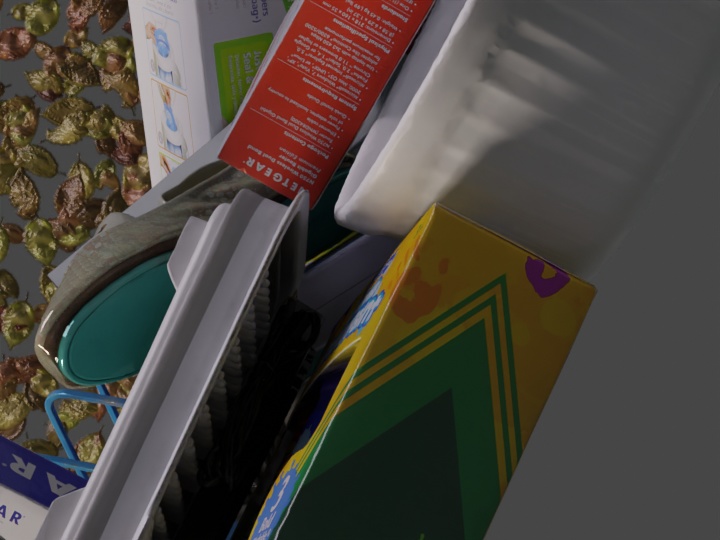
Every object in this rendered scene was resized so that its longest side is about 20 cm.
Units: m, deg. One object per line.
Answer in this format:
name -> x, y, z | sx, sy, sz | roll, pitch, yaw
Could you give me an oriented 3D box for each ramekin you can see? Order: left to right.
ramekin -> 0.078, -0.085, 1.073 | 0.201, 0.098, 0.200 | -61, 4, 8

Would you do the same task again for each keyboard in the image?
keyboard -> -0.053, 0.087, 1.116 | 0.127, 0.021, 0.200 | 109, -175, -46

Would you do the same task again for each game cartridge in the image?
game cartridge -> 0.000, 0.000, 1.274 | 0.200, 0.041, 0.133 | -32, 7, -3

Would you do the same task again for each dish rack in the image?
dish rack -> -0.078, 0.065, 1.105 | 0.172, 0.043, 0.200 | 95, -160, -75

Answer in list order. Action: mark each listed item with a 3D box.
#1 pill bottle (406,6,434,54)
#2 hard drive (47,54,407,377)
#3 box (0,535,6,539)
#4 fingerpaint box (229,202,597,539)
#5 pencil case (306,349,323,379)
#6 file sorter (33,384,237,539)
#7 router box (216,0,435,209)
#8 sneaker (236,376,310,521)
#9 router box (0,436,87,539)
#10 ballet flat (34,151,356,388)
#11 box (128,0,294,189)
pill bottle -> 0.078, -0.169, 1.489 | 0.200, 0.113, 0.113 | -59, 5, 28
hard drive -> -0.055, -0.038, 1.340 | 0.200, 0.026, 0.132 | -40, 23, -6
box -> -0.235, 0.122, 1.245 | 0.117, 0.200, 0.060 | 15, -77, -49
fingerpaint box -> 0.002, 0.084, 1.060 | 0.167, 0.073, 0.200 | -63, 4, -17
pencil case -> -0.007, 0.026, 1.465 | 0.200, 0.085, 0.093 | -77, -22, -71
file sorter -> -0.098, 0.080, 1.607 | 0.139, 0.122, 0.200 | 70, -145, -47
router box -> 0.014, -0.145, 1.216 | 0.180, 0.049, 0.200 | -59, 5, 26
sneaker -> -0.050, 0.092, 1.308 | 0.200, 0.079, 0.074 | -11, 94, 62
router box -> -0.161, 0.194, 1.370 | 0.180, 0.200, 0.049 | -59, 7, 19
ballet flat -> -0.080, -0.007, 1.212 | 0.200, 0.062, 0.068 | -28, -44, -40
box -> -0.053, -0.120, 1.452 | 0.101, 0.112, 0.200 | 29, 129, 61
